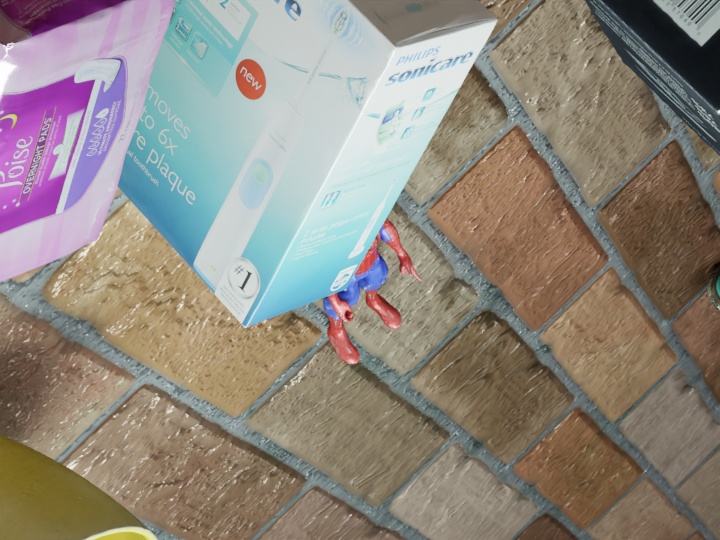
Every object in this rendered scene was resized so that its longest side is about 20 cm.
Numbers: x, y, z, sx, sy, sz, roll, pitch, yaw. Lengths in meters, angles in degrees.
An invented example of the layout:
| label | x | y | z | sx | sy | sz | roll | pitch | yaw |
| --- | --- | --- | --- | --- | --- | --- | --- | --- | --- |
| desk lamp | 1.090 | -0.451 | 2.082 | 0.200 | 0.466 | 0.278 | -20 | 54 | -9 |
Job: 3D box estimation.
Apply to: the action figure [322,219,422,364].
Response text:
| label | x | y | z | sx | sy | sz | roll | pitch | yaw |
| --- | --- | --- | --- | --- | --- | --- | --- | --- | --- |
| action figure | 0.000 | 0.000 | 1.729 | 0.065 | 0.052 | 0.200 | -35 | 155 | -12 |

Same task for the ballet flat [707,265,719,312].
| label | x | y | z | sx | sy | sz | roll | pitch | yaw |
| --- | --- | --- | --- | --- | --- | --- | --- | --- | --- |
| ballet flat | 0.383 | 0.010 | 2.424 | 0.200 | 0.068 | 0.075 | -29 | 171 | -38 |

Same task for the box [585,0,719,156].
| label | x | y | z | sx | sy | sz | roll | pitch | yaw |
| --- | --- | --- | --- | --- | --- | --- | --- | --- | --- |
| box | 0.240 | -0.159 | 1.719 | 0.104 | 0.148 | 0.200 | -45 | 160 | 3 |

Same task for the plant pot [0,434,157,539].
| label | x | y | z | sx | sy | sz | roll | pitch | yaw |
| --- | --- | --- | --- | --- | --- | --- | --- | --- | --- |
| plant pot | -0.237 | 0.170 | 1.483 | 0.200 | 0.142 | 0.200 | -37 | 158 | -18 |

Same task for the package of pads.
| label | x | y | z | sx | sy | sz | roll | pitch | yaw |
| --- | --- | --- | --- | --- | --- | --- | --- | --- | --- |
| package of pads | -0.167 | -0.077 | 1.234 | 0.120 | 0.076 | 0.200 | -28 | 154 | -38 |

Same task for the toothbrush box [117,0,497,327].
| label | x | y | z | sx | sy | sz | roll | pitch | yaw |
| --- | --- | --- | --- | --- | --- | --- | --- | --- | --- |
| toothbrush box | -0.040 | -0.096 | 1.330 | 0.085 | 0.146 | 0.200 | -20 | 150 | -46 |
